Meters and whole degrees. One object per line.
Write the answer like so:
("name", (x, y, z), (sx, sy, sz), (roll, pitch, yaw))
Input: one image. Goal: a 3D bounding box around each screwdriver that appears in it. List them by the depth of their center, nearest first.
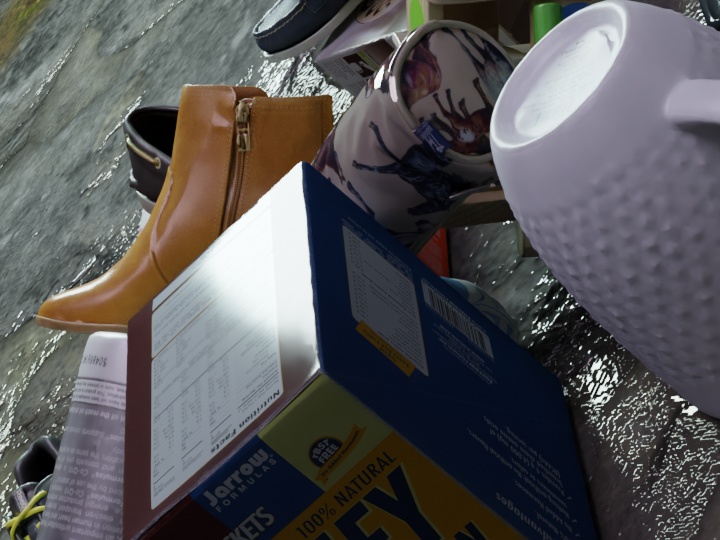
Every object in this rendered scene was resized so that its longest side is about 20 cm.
("screwdriver", (0.211, -0.116, 1.383), (0.028, 0.029, 0.200), (-43, 19, 17))

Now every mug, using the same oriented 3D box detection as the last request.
("mug", (0.165, -0.040, 1.174), (0.200, 0.175, 0.148), (-6, 49, 58))

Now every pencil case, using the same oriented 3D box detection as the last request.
("pencil case", (0.017, -0.043, 1.333), (0.090, 0.077, 0.200), (65, 146, 18))

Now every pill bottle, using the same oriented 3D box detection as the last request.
("pill bottle", (-0.125, 0.144, 1.448), (0.114, 0.113, 0.201), (1, 75, 61))

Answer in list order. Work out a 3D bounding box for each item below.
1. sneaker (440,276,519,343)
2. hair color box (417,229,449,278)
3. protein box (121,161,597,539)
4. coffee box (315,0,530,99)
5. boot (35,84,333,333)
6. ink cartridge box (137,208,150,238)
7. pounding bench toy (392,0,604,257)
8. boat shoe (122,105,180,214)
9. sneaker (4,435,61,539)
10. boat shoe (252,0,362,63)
("sneaker", (0.001, 0.073, 1.436), (0.200, 0.072, 0.072), (-41, 26, 24))
("hair color box", (0.000, 0.000, 1.559), (0.101, 0.061, 0.200), (-40, 25, 22))
("protein box", (-0.001, 0.093, 1.245), (0.135, 0.198, 0.200), (-42, 25, 19))
("coffee box", (0.073, -0.171, 1.657), (0.200, 0.080, 0.113), (-9, 45, 58))
("boot", (-0.102, -0.036, 1.488), (0.200, 0.145, 0.071), (-4, 0, 21))
("ink cartridge box", (-0.084, 0.001, 1.639), (0.067, 0.116, 0.201), (-37, 26, 26))
("pounding bench toy", (0.093, -0.110, 1.381), (0.123, 0.157, 0.200), (-6, 23, -10))
("boat shoe", (-0.068, -0.057, 1.538), (0.200, 0.061, 0.072), (13, 45, 39))
("sneaker", (-0.192, 0.181, 1.607), (0.074, 0.085, 0.200), (-43, 24, 18))
("boat shoe", (-0.011, -0.211, 1.688), (0.200, 0.062, 0.075), (-35, 27, 38))
